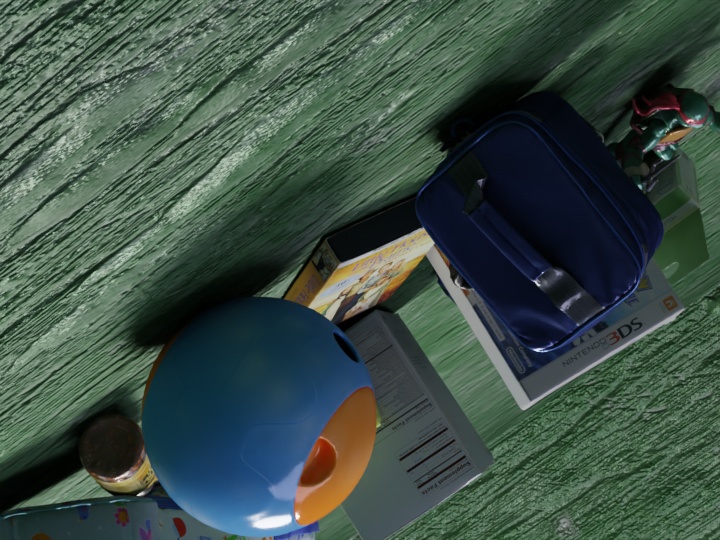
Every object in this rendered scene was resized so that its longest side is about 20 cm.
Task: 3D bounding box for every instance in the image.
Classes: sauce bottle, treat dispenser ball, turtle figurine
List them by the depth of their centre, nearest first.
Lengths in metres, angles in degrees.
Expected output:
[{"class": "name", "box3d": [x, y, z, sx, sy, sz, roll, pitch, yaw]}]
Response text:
[{"class": "treat dispenser ball", "box3d": [-0.085, 0.123, 1.427, 0.200, 0.201, 0.201, -31, 167, -8]}, {"class": "sauce bottle", "box3d": [-0.227, 0.184, 1.622, 0.066, 0.066, 0.200, -31, 169, -8]}, {"class": "turtle figurine", "box3d": [0.306, -0.132, 1.652, 0.149, 0.101, 0.200, -14, 178, -13]}]

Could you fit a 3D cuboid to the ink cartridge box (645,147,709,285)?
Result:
[{"class": "ink cartridge box", "box3d": [0.315, -0.041, 1.892, 0.145, 0.048, 0.200, -39, -160, 26]}]

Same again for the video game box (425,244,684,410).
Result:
[{"class": "video game box", "box3d": [0.180, 0.001, 1.606, 0.182, 0.201, 0.047, -30, 171, -16]}]

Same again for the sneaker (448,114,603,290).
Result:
[{"class": "sneaker", "box3d": [0.145, -0.052, 1.491, 0.200, 0.080, 0.087, -55, -167, 35]}]

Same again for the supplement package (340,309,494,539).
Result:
[{"class": "supplement package", "box3d": [0.025, 0.165, 1.803, 0.147, 0.201, 0.191, -34, 173, 6]}]

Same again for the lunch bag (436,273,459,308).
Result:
[{"class": "lunch bag", "box3d": [0.181, -0.010, 1.757, 0.170, 0.128, 0.200, -31, -164, -8]}]

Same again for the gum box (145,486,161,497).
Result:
[{"class": "gum box", "box3d": [-0.275, 0.331, 2.039, 0.200, 0.066, 0.113, -39, 167, 24]}]

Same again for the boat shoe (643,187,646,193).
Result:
[{"class": "boat shoe", "box3d": [0.239, -0.042, 1.891, 0.202, 0.075, 0.065, -44, 163, 14]}]

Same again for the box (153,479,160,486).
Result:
[{"class": "box", "box3d": [-0.157, 0.178, 1.820, 0.136, 0.038, 0.200, -37, 167, 15]}]

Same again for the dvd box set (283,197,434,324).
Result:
[{"class": "dvd box set", "box3d": [0.000, 0.000, 1.556, 0.146, 0.029, 0.200, -25, 166, -30]}]

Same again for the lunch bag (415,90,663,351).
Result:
[{"class": "lunch bag", "box3d": [0.142, -0.046, 1.376, 0.136, 0.200, 0.132, -41, -177, 25]}]

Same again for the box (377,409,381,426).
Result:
[{"class": "box", "box3d": [-0.094, 0.152, 1.677, 0.199, 0.122, 0.048, -32, -157, 6]}]

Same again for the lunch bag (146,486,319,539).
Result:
[{"class": "lunch bag", "box3d": [-0.135, 0.270, 1.846, 0.159, 0.076, 0.200, 0, 179, 21]}]

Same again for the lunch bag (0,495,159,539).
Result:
[{"class": "lunch bag", "box3d": [-0.293, 0.271, 1.623, 0.199, 0.078, 0.160, -4, 165, -28]}]
